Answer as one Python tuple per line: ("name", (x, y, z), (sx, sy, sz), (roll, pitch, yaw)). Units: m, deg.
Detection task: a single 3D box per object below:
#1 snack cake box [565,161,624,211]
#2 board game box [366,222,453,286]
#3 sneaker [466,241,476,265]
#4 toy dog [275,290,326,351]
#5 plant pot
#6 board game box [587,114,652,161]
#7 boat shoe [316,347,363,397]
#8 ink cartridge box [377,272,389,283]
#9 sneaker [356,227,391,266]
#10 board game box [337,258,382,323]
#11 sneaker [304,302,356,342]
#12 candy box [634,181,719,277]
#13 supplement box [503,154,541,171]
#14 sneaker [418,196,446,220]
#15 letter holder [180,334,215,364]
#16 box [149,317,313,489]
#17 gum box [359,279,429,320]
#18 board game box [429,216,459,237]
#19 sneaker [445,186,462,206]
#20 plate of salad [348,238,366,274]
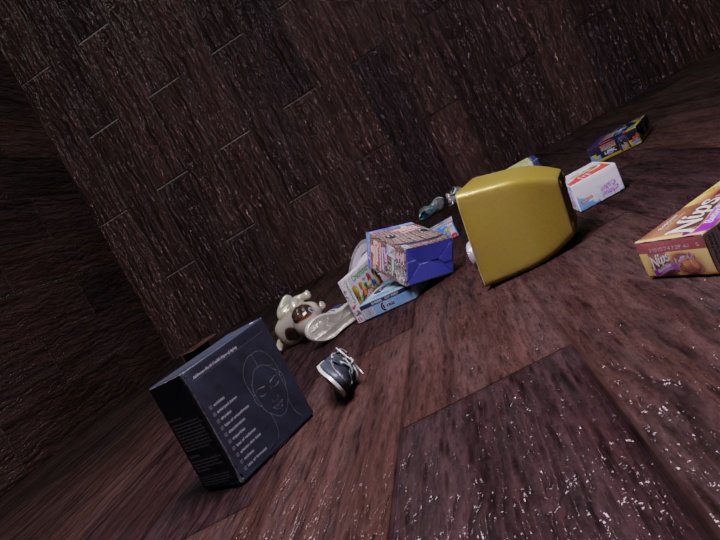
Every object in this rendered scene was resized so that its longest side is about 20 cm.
("snack cake box", (0.560, -0.210, 1.495), (0.113, 0.069, 0.200), (-27, 6, 12))
("board game box", (0.130, -0.048, 1.619), (0.155, 0.100, 0.199), (-14, 22, -27))
("sneaker", (0.340, -0.086, 1.531), (0.113, 0.076, 0.200), (-26, 12, 31))
("toy dog", (-0.190, 0.153, 1.876), (0.194, 0.140, 0.198), (-48, 14, -29))
("plant pot", (0.333, -0.111, 1.244), (0.195, 0.201, 0.194), (-16, 11, 27))
("board game box", (0.844, -0.427, 1.969), (0.163, 0.058, 0.199), (-24, 8, 40))
("boat shoe", (-0.036, 0.185, 1.124), (0.062, 0.075, 0.200), (-40, -3, -5))
("ink cartridge box", (0.138, -0.001, 1.842), (0.197, 0.069, 0.115), (-26, 6, 40))
("sneaker", (0.058, -0.031, 1.930), (0.201, 0.073, 0.116), (-48, -17, -21))
("board game box", (0.010, 0.054, 1.728), (0.034, 0.129, 0.200), (-25, 7, 25))
("sneaker", (-0.090, 0.151, 1.704), (0.197, 0.077, 0.084), (-22, 1, -41))
("candy box", (0.467, -0.066, 0.775), (0.197, 0.058, 0.116), (-31, 6, -14))
("supplement box", (0.469, -0.237, 1.842), (0.196, 0.137, 0.200), (-28, 6, 16))
("sneaker", (0.416, -0.349, 3.514), (0.198, 0.078, 0.087), (-35, 13, 38))
("letter holder", (-0.695, 0.371, 2.766), (0.139, 0.103, 0.200), (-25, 7, 25))
("box", (-0.217, 0.226, 1.043), (0.122, 0.201, 0.199), (-23, 7, 40))
("gum box", (0.106, 0.052, 1.668), (0.167, 0.045, 0.200), (-26, 8, 29))
("board game box", (0.272, -0.122, 2.273), (0.192, 0.057, 0.200), (-29, 6, 11))
("sneaker", (0.568, -0.451, 3.459), (0.197, 0.090, 0.074), (-31, 5, -24))
("plate of salad", (0.000, 0.000, 1.957), (0.047, 0.207, 0.199), (8, 24, 26))
